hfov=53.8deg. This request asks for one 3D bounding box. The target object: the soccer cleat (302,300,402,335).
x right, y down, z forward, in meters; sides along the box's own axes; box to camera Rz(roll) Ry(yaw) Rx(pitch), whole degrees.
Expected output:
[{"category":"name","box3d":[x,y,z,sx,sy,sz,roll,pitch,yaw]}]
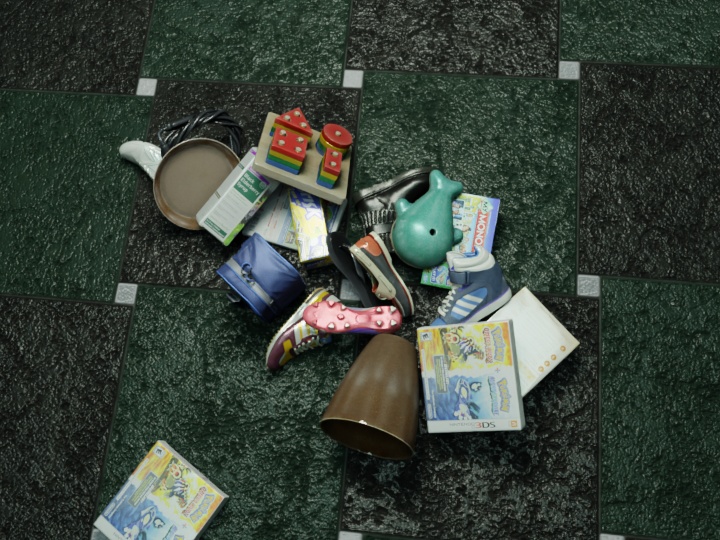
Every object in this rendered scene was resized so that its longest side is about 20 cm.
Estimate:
[{"category":"soccer cleat","box3d":[-0.016,0.102,1.414,0.197,0.077,0.068,1,64,1]}]

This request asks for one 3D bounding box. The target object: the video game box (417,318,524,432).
[{"category":"video game box","box3d":[0.207,0.201,1.337,0.180,0.047,0.203,-8,88,21]}]

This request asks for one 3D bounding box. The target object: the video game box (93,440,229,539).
[{"category":"video game box","box3d":[-0.389,0.471,1.388,0.181,0.047,0.201,35,79,11]}]

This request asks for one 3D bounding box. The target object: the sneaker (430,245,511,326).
[{"category":"sneaker","box3d":[0.188,0.037,1.413,0.199,0.081,0.147,-32,101,8]}]

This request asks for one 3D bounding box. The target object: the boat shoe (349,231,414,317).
[{"category":"boat shoe","box3d":[0.045,0.019,1.431,0.062,0.071,0.201,-35,115,-15]}]

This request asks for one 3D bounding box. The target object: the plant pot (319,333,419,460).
[{"category":"plant pot","box3d":[0.038,0.232,1.367,0.185,0.188,0.202,14,61,9]}]

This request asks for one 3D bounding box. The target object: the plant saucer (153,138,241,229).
[{"category":"plant saucer","box3d":[-0.347,-0.187,1.524,0.199,0.201,0.032,-38,35,-7]}]

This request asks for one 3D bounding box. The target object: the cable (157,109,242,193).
[{"category":"cable","box3d":[-0.337,-0.262,1.548,0.199,0.051,0.165,-28,115,-28]}]

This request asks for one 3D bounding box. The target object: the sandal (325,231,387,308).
[{"category":"sandal","box3d":[0.001,0.000,1.462,0.043,0.076,0.201,-32,95,32]}]

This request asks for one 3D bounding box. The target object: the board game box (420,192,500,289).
[{"category":"board game box","box3d":[0.208,-0.059,1.479,0.133,0.029,0.203,10,88,9]}]

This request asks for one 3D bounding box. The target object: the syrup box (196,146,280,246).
[{"category":"syrup box","box3d":[-0.255,-0.160,1.512,0.079,0.081,0.200,40,92,-25]}]

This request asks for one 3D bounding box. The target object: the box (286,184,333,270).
[{"category":"box","box3d":[-0.107,-0.110,1.506,0.069,0.064,0.202,-12,73,1]}]

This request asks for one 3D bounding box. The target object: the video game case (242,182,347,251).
[{"category":"video game case","box3d":[-0.143,-0.118,1.554,0.198,0.018,0.145,17,75,9]}]

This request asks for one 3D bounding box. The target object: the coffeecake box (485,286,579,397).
[{"category":"coffeecake box","box3d":[0.303,0.160,1.406,0.200,0.073,0.154,-40,75,-7]}]

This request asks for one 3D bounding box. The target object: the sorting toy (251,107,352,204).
[{"category":"sorting toy","box3d":[-0.108,-0.256,1.482,0.198,0.070,0.200,20,41,-14]}]

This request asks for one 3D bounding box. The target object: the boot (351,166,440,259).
[{"category":"boot","box3d":[0.095,-0.114,1.501,0.209,0.080,0.159,-21,71,3]}]

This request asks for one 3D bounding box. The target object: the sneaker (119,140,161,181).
[{"category":"sneaker","box3d":[-0.455,-0.233,1.587,0.198,0.070,0.081,17,78,9]}]

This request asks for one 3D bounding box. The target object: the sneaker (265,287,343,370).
[{"category":"sneaker","box3d":[-0.109,0.134,1.448,0.090,0.075,0.201,34,80,18]}]

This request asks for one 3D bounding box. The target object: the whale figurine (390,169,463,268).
[{"category":"whale figurine","box3d":[0.144,-0.103,1.418,0.158,0.104,0.202,28,81,-9]}]

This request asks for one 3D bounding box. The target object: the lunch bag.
[{"category":"lunch bag","box3d":[-0.202,0.024,1.423,0.136,0.200,0.132,42,84,9]}]
